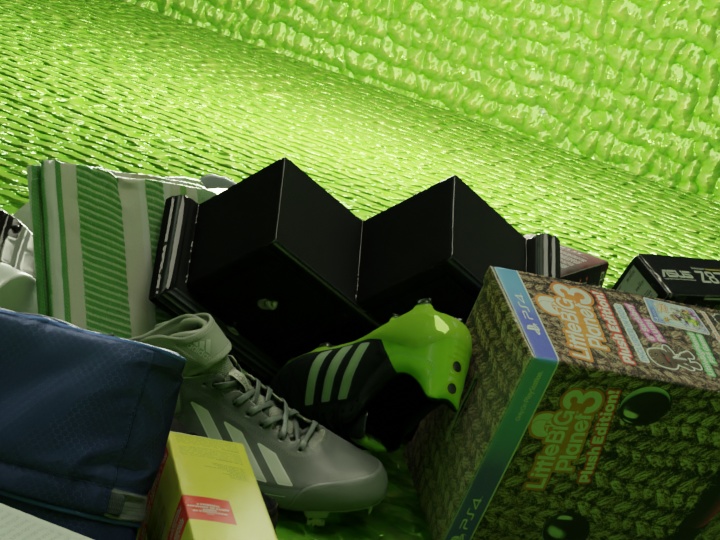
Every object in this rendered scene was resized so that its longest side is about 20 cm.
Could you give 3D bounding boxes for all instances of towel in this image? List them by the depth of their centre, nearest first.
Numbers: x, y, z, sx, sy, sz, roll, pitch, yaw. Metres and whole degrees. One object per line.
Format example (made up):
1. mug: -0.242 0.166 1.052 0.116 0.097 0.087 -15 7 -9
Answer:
1. towel: -0.153 0.006 1.234 0.023 0.154 0.200 -9 -7 28

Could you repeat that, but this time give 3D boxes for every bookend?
1. bookend: 0.000 0.000 1.228 0.199 0.199 0.093 40 39 -34

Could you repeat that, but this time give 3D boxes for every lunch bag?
1. lunch bag: -0.201 0.085 0.932 0.199 0.133 0.136 15 -8 -13

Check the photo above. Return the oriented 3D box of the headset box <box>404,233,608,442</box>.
1. headset box: 0.117 0.057 1.403 0.075 0.150 0.200 21 15 22

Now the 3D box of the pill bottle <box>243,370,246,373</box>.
1. pill bottle: -0.006 0.037 1.434 0.199 0.107 0.106 4 17 -40

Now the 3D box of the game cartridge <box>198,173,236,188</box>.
1. game cartridge: -0.067 -0.024 1.622 0.199 0.042 0.133 28 -5 -10

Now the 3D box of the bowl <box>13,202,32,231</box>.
1. bowl: -0.184 -0.014 1.514 0.199 0.075 0.199 23 16 31

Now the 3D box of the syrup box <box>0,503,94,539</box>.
1. syrup box: -0.164 0.156 0.800 0.199 0.079 0.081 19 13 14

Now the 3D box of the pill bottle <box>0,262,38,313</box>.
1. pill bottle: -0.311 0.008 1.182 0.199 0.109 0.109 21 14 19

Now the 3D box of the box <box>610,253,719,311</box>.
1. box: 0.208 0.079 1.306 0.160 0.201 0.049 4 38 -40

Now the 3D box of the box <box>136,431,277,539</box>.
1. box: -0.078 0.153 0.933 0.050 0.076 0.200 12 14 -14

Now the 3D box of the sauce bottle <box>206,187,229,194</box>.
1. sauce bottle: -0.131 -0.029 1.374 0.066 0.066 0.200 20 12 19

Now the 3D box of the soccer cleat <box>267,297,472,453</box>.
1. soccer cleat: -0.005 0.086 1.186 0.067 0.082 0.200 29 -39 -28

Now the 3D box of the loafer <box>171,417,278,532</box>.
1. loafer: -0.136 0.106 1.078 0.199 0.063 0.072 20 14 18

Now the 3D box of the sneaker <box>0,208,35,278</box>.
1. sneaker: -0.243 0.014 1.293 0.199 0.091 0.067 24 51 -18

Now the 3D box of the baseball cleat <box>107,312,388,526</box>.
1. baseball cleat: -0.075 0.089 1.133 0.199 0.107 0.070 13 25 7

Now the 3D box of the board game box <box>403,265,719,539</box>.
1. board game box: 0.154 0.104 1.184 0.199 0.160 0.097 10 31 -21
